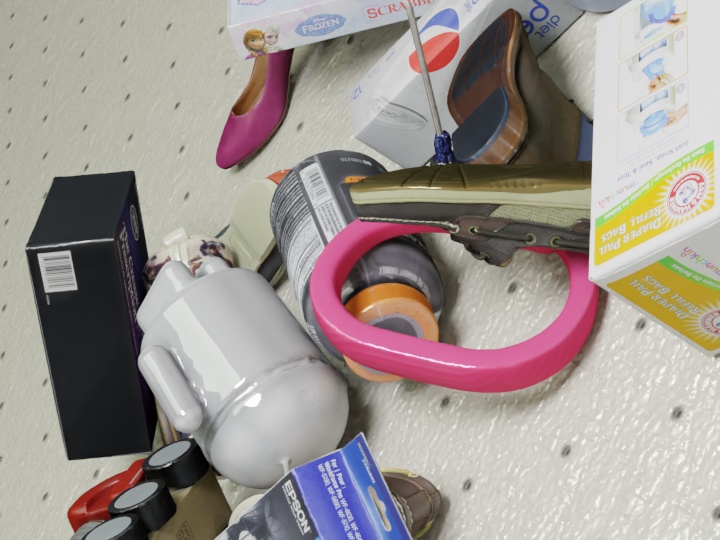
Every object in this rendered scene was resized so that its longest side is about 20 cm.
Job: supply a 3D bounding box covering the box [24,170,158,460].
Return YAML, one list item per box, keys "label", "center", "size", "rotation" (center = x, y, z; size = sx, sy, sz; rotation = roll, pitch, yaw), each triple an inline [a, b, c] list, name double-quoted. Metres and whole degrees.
- label: "box"
  center: [-0.218, 0.036, 1.505]
  size: [0.141, 0.079, 0.201]
  rotation: [-95, -1, -64]

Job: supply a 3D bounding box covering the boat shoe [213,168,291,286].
- label: "boat shoe"
  center: [-0.092, -0.018, 1.537]
  size: [0.071, 0.062, 0.200]
  rotation: [52, 137, 15]

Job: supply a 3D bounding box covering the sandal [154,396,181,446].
- label: "sandal"
  center: [-0.146, 0.094, 1.526]
  size: [0.082, 0.054, 0.201]
  rotation: [85, -179, -51]

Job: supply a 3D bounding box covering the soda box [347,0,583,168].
- label: "soda box"
  center: [0.079, -0.170, 1.404]
  size: [0.200, 0.068, 0.064]
  rotation: [-43, 33, 27]

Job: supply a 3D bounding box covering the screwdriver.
- label: "screwdriver"
  center: [0.056, -0.109, 1.283]
  size: [0.028, 0.200, 0.029]
  rotation: [-33, 49, -18]

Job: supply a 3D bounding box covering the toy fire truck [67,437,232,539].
- label: "toy fire truck"
  center: [-0.200, 0.233, 1.321]
  size: [0.199, 0.129, 0.176]
  rotation: [-17, 17, 23]

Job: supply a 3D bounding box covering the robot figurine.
- label: "robot figurine"
  center: [-0.084, 0.079, 1.316]
  size: [0.200, 0.169, 0.113]
  rotation: [51, 129, 28]

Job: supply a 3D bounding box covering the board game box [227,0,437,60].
- label: "board game box"
  center: [-0.019, -0.282, 1.583]
  size: [0.199, 0.041, 0.200]
  rotation: [-13, 43, 8]

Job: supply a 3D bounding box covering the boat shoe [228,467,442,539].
- label: "boat shoe"
  center: [-0.022, 0.178, 1.253]
  size: [0.200, 0.059, 0.072]
  rotation: [-24, 85, 52]

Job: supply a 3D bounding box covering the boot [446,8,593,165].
- label: "boot"
  center: [0.119, -0.109, 1.280]
  size: [0.075, 0.097, 0.200]
  rotation: [-41, 22, 30]

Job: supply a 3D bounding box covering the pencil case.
- label: "pencil case"
  center: [-0.124, 0.064, 1.448]
  size: [0.078, 0.090, 0.200]
  rotation: [-14, 55, -5]

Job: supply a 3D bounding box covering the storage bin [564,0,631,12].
- label: "storage bin"
  center: [0.203, -0.291, 1.261]
  size: [0.200, 0.145, 0.135]
  rotation: [-9, 46, 54]

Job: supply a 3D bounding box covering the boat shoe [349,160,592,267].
- label: "boat shoe"
  center: [0.092, -0.033, 1.161]
  size: [0.072, 0.200, 0.066]
  rotation: [-58, -34, -72]

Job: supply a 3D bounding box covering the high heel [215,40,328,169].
- label: "high heel"
  center: [-0.103, -0.196, 1.684]
  size: [0.200, 0.096, 0.067]
  rotation: [-58, 29, 3]

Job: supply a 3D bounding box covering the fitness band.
- label: "fitness band"
  center: [0.062, 0.010, 1.201]
  size: [0.199, 0.037, 0.144]
  rotation: [11, 54, 24]

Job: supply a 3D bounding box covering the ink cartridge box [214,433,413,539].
- label: "ink cartridge box"
  center: [-0.038, 0.194, 1.198]
  size: [0.200, 0.039, 0.100]
  rotation: [-47, 63, 47]

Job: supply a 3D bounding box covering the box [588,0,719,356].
- label: "box"
  center: [0.209, -0.069, 1.057]
  size: [0.101, 0.112, 0.201]
  rotation: [-29, 41, 41]

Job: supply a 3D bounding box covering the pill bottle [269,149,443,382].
- label: "pill bottle"
  center: [0.000, 0.000, 1.333]
  size: [0.106, 0.106, 0.200]
  rotation: [-50, 30, 17]
